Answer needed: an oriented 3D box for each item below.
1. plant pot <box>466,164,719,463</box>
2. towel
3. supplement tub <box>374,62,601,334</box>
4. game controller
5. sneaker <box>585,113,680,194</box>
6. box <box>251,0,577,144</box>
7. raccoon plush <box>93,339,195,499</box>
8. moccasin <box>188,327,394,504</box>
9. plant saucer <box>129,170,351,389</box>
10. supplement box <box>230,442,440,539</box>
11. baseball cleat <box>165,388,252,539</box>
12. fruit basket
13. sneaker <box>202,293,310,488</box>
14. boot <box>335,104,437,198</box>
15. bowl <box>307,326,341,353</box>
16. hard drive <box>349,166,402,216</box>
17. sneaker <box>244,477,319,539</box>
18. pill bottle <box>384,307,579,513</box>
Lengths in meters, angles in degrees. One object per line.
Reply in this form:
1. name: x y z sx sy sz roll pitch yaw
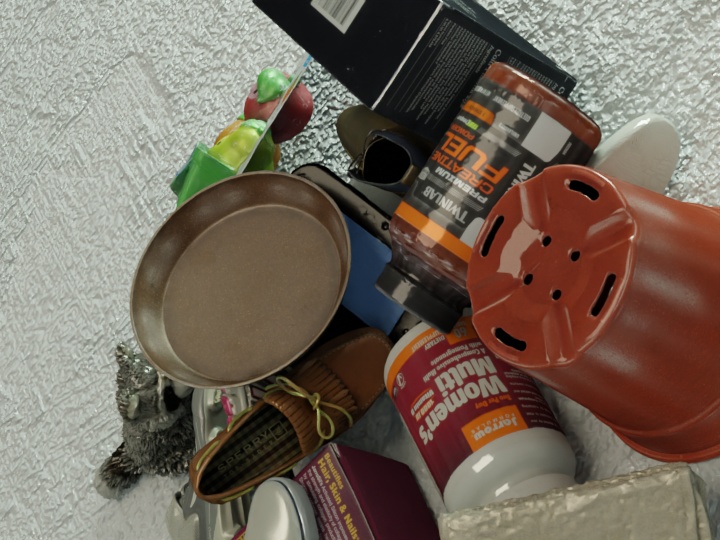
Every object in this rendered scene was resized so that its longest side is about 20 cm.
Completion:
1. plant pot: 0.191 0.022 1.460 0.200 0.195 0.203 -18 63 39
2. towel: 0.162 0.220 1.449 0.198 0.034 0.134 -12 91 10
3. supplement tub: 0.093 -0.052 1.543 0.107 0.107 0.201 34 92 45
4. game controller: 0.000 0.000 1.671 0.200 0.042 0.105 38 93 20
5. sneaker: 0.171 -0.057 1.604 0.200 0.075 0.089 -51 35 18
6. box: 0.044 -0.188 1.642 0.104 0.181 0.200 -56 45 12
7. raccoon plush: -0.212 0.150 1.837 0.200 0.134 0.097 -47 49 20
8. moccasin: -0.055 0.118 1.625 0.200 0.078 0.074 -31 94 0
9. plant saucer: -0.094 0.013 1.643 0.199 0.035 0.202 -12 57 18
10. supplement box: -0.033 0.259 1.649 0.200 0.103 0.131 -44 50 23
11. baseball cleat: -0.139 0.180 1.782 0.106 0.069 0.202 -13 79 41
12. fruit basket: -0.099 -0.127 1.828 0.201 0.093 0.185 -63 7 4
13. sneaker: -0.074 0.105 1.705 0.074 0.087 0.202 -166 60 -79
14. boot: 0.023 -0.106 1.690 0.200 0.097 0.075 34 98 44
15. bowl: -0.047 0.032 1.766 0.200 0.039 0.203 -7 80 46
16. hard drive: 0.067 -0.106 1.741 0.139 0.033 0.201 31 97 45
17. sneaker: -0.081 0.260 1.572 0.073 0.071 0.202 -6 72 40
18. pill bottle: 0.102 0.135 1.564 0.110 0.109 0.201 -46 49 21
